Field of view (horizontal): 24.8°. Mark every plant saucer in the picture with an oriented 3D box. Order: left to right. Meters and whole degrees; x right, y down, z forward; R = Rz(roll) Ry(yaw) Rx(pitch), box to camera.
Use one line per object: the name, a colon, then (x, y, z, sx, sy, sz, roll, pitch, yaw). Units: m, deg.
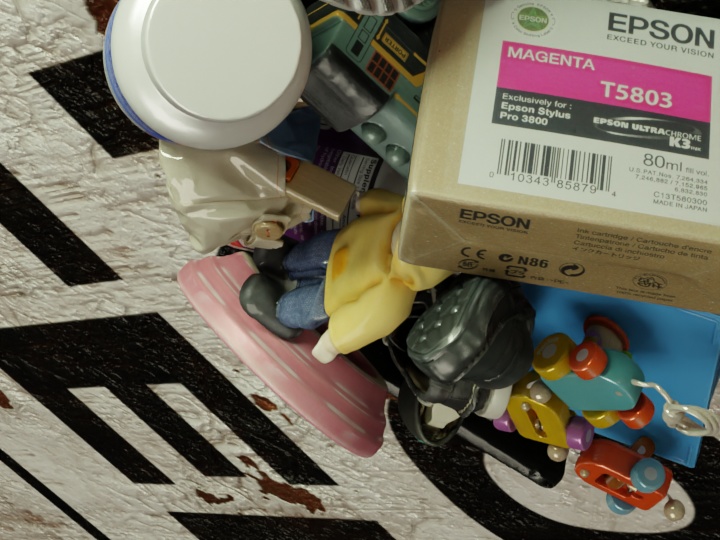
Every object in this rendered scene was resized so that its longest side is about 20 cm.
plant saucer: (-0.049, 0.054, 1.225, 0.200, 0.051, 0.201, 43, -177, -3)

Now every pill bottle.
pill bottle: (-0.087, -0.125, 0.928, 0.112, 0.112, 0.200, 35, 179, -12)
pill bottle: (-0.008, -0.055, 1.193, 0.199, 0.113, 0.113, 13, 148, 25)

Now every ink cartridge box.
ink cartridge box: (0.130, -0.074, 0.943, 0.198, 0.166, 0.075, 9, 148, 2)

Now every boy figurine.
boy figurine: (0.000, 0.000, 1.061, 0.064, 0.125, 0.199, 30, 156, -27)

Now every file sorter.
file sorter: (0.192, 0.018, 1.127, 0.138, 0.123, 0.201, 19, 150, 17)

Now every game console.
game console: (0.070, 0.112, 1.398, 0.199, 0.176, 0.117, 31, 123, -7)

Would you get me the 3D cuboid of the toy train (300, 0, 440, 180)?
toy train: (0.039, -0.114, 1.055, 0.200, 0.114, 0.085, 42, 149, -23)

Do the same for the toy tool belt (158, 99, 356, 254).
toy tool belt: (-0.059, -0.109, 1.106, 0.122, 0.201, 0.125, -5, 143, 10)

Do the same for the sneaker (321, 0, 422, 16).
sneaker: (0.010, -0.184, 0.915, 0.082, 0.199, 0.075, 17, 108, 40)

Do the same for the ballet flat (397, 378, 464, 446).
ballet flat: (0.089, 0.050, 1.224, 0.067, 0.069, 0.201, 16, 116, -15)

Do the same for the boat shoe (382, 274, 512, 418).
boat shoe: (0.048, 0.047, 1.157, 0.060, 0.074, 0.200, 9, -160, -18)

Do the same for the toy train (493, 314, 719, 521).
toy train: (0.171, 0.094, 1.089, 0.149, 0.056, 0.200, 24, 154, 5)

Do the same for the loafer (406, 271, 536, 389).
loafer: (0.076, 0.037, 0.984, 0.071, 0.068, 0.201, 49, -167, 1)
